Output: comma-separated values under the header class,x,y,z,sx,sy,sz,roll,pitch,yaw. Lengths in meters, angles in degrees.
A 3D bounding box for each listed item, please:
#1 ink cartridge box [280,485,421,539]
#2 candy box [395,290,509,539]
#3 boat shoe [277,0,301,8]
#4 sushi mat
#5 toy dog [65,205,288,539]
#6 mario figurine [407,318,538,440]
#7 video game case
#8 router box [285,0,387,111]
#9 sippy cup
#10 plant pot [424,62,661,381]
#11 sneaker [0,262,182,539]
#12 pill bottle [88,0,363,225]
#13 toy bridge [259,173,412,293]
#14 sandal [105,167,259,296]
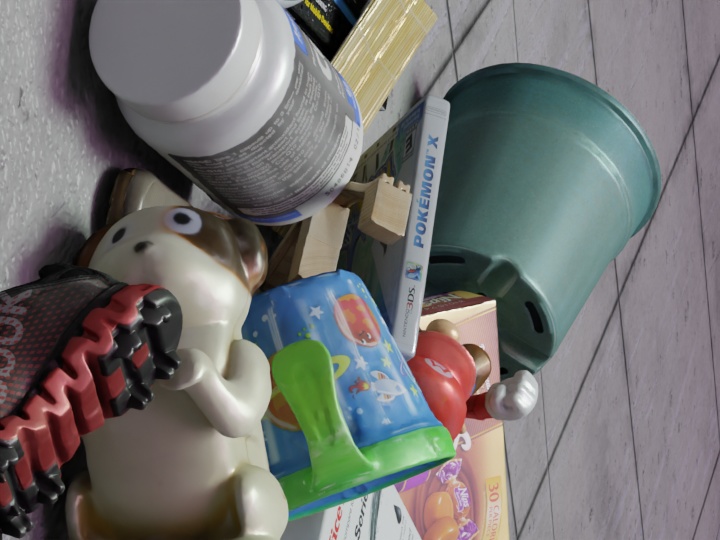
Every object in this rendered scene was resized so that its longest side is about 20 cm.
class,x,y,z,sx,sy,sz,roll,pitch,yaw
ink cartridge box,-0.030,0.196,1.596,0.200,0.082,0.147,64,31,-51
candy box,0.048,0.124,1.782,0.116,0.056,0.201,-10,104,-31
boat shoe,-0.074,-0.215,1.434,0.200,0.056,0.069,27,52,-56
sushi mat,-0.012,-0.115,1.622,0.201,0.012,0.096,-58,157,-10
toy dog,-0.098,0.064,1.311,0.194,0.139,0.202,-11,97,-67
mario figurine,0.053,0.060,1.618,0.200,0.123,0.107,-57,130,-84
video game case,0.000,0.000,1.591,0.200,0.022,0.183,142,-39,-60
router box,-0.028,-0.215,1.640,0.200,0.051,0.150,41,51,-64
sippy cup,-0.026,0.075,1.432,0.139,0.178,0.131,-13,79,-34
plant pot,0.118,-0.029,1.894,0.197,0.199,0.201,-60,146,-41
sneaker,-0.180,0.067,1.174,0.201,0.098,0.071,-47,152,-31
pill bottle,-0.079,-0.109,1.398,0.200,0.113,0.115,43,50,-66
toy bridge,-0.026,-0.017,1.504,0.200,0.027,0.068,-37,-145,54
sandal,-0.096,-0.011,1.439,0.200,0.054,0.082,49,45,-63
